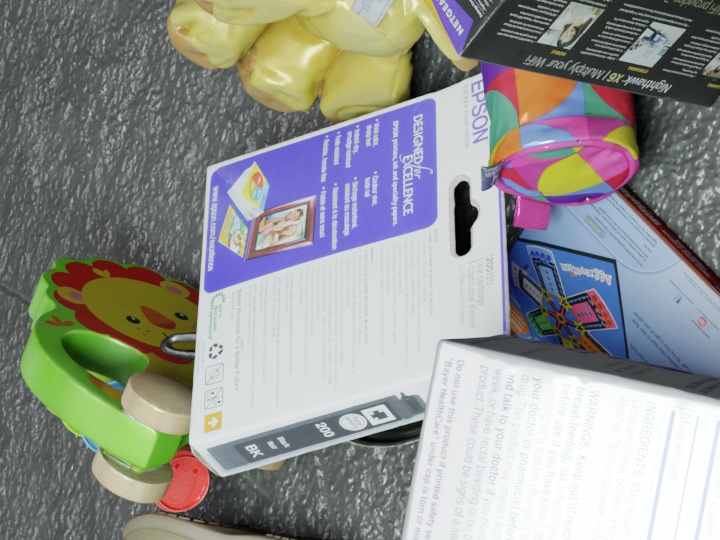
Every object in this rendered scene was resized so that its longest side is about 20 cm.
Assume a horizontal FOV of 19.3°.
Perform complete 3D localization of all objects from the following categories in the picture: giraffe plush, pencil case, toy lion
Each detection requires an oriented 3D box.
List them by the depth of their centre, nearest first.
[{"bbox_3d":[0.098,-0.130,1.144,0.088,0.088,0.202,-26,58,43],"label":"pencil case"},{"bbox_3d":[-0.004,-0.198,1.247,0.200,0.172,0.163,-24,44,54],"label":"giraffe plush"},{"bbox_3d":[-0.135,0.052,1.311,0.191,0.200,0.069,34,112,25],"label":"toy lion"}]

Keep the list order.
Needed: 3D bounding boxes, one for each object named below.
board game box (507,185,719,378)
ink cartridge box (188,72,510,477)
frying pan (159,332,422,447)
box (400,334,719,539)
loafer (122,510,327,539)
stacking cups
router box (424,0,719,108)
[{"bbox_3d":[0.147,0.034,1.122,0.103,0.019,0.200,-58,47,21],"label":"board game box"},{"bbox_3d":[0.000,0.000,1.190,0.199,0.043,0.199,-18,50,24],"label":"ink cartridge box"},{"bbox_3d":[-0.016,0.064,1.224,0.189,0.031,0.116,-18,56,6],"label":"frying pan"},{"bbox_3d":[0.125,0.139,1.010,0.199,0.105,0.185,12,93,19],"label":"box"},{"bbox_3d":[-0.080,0.191,1.308,0.199,0.075,0.069,2,79,47],"label":"loafer"},{"bbox_3d":[-0.153,0.107,1.384,0.200,0.060,0.061,38,112,58],"label":"stacking cups"},{"bbox_3d":[0.147,-0.161,1.020,0.157,0.199,0.052,-49,54,30],"label":"router box"}]
